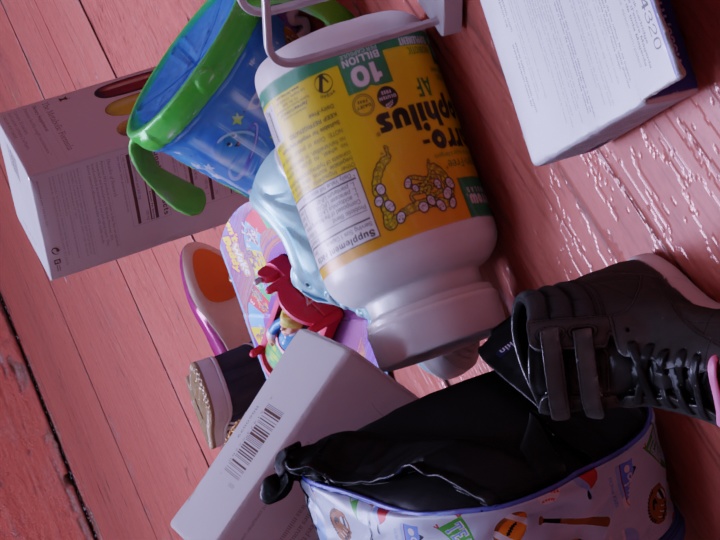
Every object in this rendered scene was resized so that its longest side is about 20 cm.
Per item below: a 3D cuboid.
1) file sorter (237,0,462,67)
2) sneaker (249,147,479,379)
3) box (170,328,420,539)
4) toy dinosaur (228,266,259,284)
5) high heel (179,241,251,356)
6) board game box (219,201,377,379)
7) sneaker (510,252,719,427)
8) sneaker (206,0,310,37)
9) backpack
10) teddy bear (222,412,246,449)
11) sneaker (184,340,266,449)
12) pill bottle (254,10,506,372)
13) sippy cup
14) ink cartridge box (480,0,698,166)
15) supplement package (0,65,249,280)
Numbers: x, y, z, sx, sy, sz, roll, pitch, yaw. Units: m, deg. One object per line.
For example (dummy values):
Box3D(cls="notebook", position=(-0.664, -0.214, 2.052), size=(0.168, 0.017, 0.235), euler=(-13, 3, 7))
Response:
Box3D(cls="file sorter", position=(-0.034, -0.238, 1.257), size=(0.139, 0.124, 0.201), euler=(90, 157, -46))
Box3D(cls="sneaker", position=(0.000, 0.000, 1.408), size=(0.201, 0.074, 0.082), euler=(55, 129, 16))
Box3D(cls="box", position=(0.012, 0.157, 1.313), size=(0.200, 0.153, 0.106), euler=(37, 174, -17))
Box3D(cls="toy dinosaur", position=(-0.040, 0.033, 1.733), size=(0.200, 0.060, 0.107), euler=(43, 160, 44))
Box3D(cls="high heel", position=(-0.118, 0.070, 1.992), size=(0.200, 0.067, 0.096), euler=(52, 147, 20))
Box3D(cls="board game box", position=(-0.056, 0.043, 1.663), size=(0.157, 0.039, 0.201), euler=(1, 115, 49))
Box3D(cls="sneaker", position=(0.138, 0.051, 1.015), size=(0.200, 0.098, 0.071), euler=(-142, 39, -62))
Box3D(cls="sneaker", position=(-0.077, -0.159, 1.560), size=(0.080, 0.088, 0.202), euler=(-161, 54, -69))
Box3D(cls="backpack", position=(0.078, 0.130, 1.169), size=(0.190, 0.199, 0.155), euler=(0, 117, 64))
Box3D(cls="teddy bear", position=(-0.045, 0.191, 1.694), size=(0.200, 0.146, 0.067), euler=(36, 175, -26))
Box3D(cls="sneaker", position=(-0.094, 0.101, 1.880), size=(0.200, 0.108, 0.071), euler=(118, 130, -77))
Box3D(cls="pill bottle", position=(0.018, -0.046, 1.304), size=(0.113, 0.112, 0.201), euler=(136, 115, -73))
Box3D(cls="sippy cup", position=(-0.072, -0.111, 1.478), size=(0.130, 0.140, 0.178), euler=(36, 160, -18))
Box3D(cls="ink cartridge box", position=(0.101, -0.164, 1.021), size=(0.200, 0.043, 0.198), euler=(153, 101, -72))
Box3D(cls="supplement package", position=(-0.196, -0.092, 1.833), size=(0.114, 0.199, 0.110), euler=(-128, 24, -49))
